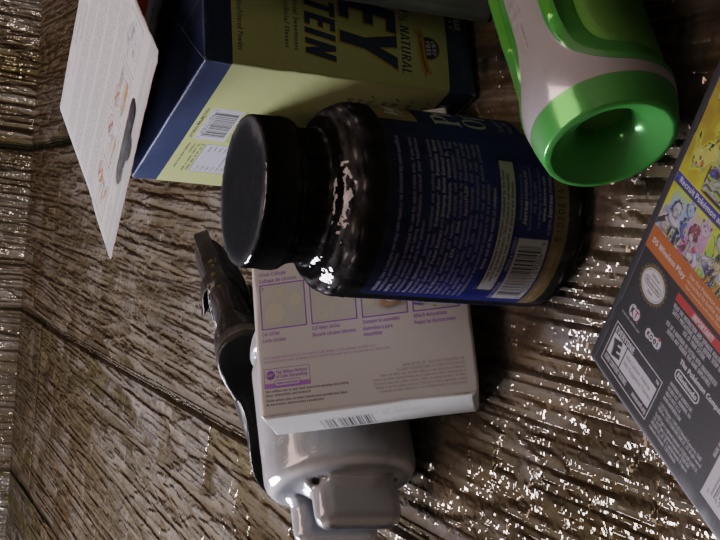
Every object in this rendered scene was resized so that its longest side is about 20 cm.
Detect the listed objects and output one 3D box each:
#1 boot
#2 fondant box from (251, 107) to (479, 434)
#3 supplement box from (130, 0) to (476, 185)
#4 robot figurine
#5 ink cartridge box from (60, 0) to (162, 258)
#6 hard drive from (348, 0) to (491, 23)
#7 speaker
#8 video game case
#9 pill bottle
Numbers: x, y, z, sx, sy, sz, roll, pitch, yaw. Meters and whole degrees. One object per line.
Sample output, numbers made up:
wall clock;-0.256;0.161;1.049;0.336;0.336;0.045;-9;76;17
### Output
boot;-0.090;0.079;1.106;0.175;0.068;0.202;-120;12;-59
fondant box;0.000;0.000;0.861;0.058;0.142;0.203;67;-163;-71
supplement box;-0.051;-0.157;0.936;0.200;0.197;0.136;142;128;-59
robot figurine;-0.022;0.098;0.939;0.170;0.111;0.203;-45;46;49
ink cartridge box;-0.162;-0.131;0.894;0.201;0.056;0.164;56;137;43
hard drive;0.008;-0.244;0.814;0.033;0.197;0.142;-132;50;-58
speaker;0.112;-0.150;0.702;0.089;0.087;0.202;125;141;-50
video game case;0.187;0.028;0.579;0.201;0.025;0.183;-117;38;-51
pill bottle;0.024;-0.038;0.747;0.112;0.197;0.114;-176;90;-66
